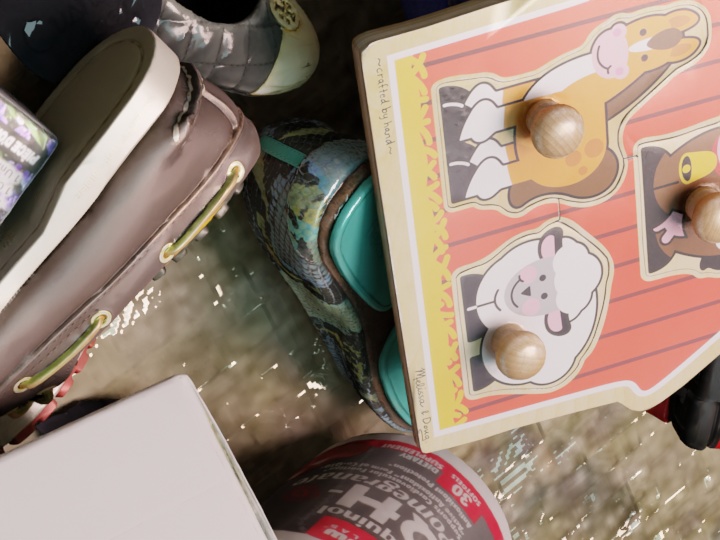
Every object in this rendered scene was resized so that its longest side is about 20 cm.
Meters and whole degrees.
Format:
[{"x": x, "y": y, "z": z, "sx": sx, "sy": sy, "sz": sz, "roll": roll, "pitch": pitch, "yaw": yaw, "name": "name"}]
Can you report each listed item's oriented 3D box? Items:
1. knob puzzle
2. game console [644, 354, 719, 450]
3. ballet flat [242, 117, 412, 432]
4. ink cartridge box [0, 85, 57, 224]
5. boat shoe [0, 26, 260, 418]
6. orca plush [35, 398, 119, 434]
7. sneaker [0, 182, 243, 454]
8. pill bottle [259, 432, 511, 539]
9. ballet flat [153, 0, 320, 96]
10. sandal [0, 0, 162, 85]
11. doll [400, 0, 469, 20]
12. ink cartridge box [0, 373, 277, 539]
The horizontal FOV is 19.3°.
[{"x": 0.106, "y": -0.028, "z": 0.792, "sx": 0.218, "sy": 0.030, "sz": 0.221, "roll": -9, "pitch": 119, "yaw": -17, "name": "knob puzzle"}, {"x": 0.170, "y": -0.037, "z": 0.899, "sx": 0.171, "sy": 0.119, "sz": 0.201, "roll": 3, "pitch": 114, "yaw": -12, "name": "game console"}, {"x": 0.000, "y": 0.000, "z": 0.862, "sx": 0.074, "sy": 0.074, "sz": 0.200, "roll": -40, "pitch": 148, "yaw": -11, "name": "ballet flat"}, {"x": -0.194, "y": 0.007, "z": 0.699, "sx": 0.050, "sy": 0.109, "sz": 0.200, "roll": 37, "pitch": 90, "yaw": -38, "name": "ink cartridge box"}, {"x": -0.114, "y": 0.013, "z": 0.704, "sx": 0.059, "sy": 0.072, "sz": 0.200, "roll": 37, "pitch": 95, "yaw": -33, "name": "boat shoe"}, {"x": -0.080, "y": 0.149, "z": 0.883, "sx": 0.105, "sy": 0.071, "sz": 0.201, "roll": -10, "pitch": 119, "yaw": -32, "name": "orca plush"}, {"x": -0.132, "y": -0.005, "z": 0.773, "sx": 0.200, "sy": 0.078, "sz": 0.082, "roll": -51, "pitch": 124, "yaw": -11, "name": "sneaker"}, {"x": -0.016, "y": 0.144, "z": 0.841, "sx": 0.200, "sy": 0.110, "sz": 0.111, "roll": -34, "pitch": 142, "yaw": -66, "name": "pill bottle"}, {"x": -0.078, "y": -0.123, "z": 0.741, "sx": 0.057, "sy": 0.067, "sz": 0.200, "roll": -31, "pitch": 135, "yaw": 25, "name": "ballet flat"}, {"x": -0.129, "y": -0.137, "z": 0.658, "sx": 0.076, "sy": 0.043, "sz": 0.200, "roll": -45, "pitch": 123, "yaw": 1, "name": "sandal"}, {"x": 0.051, "y": -0.054, "z": 0.853, "sx": 0.137, "sy": 0.048, "sz": 0.201, "roll": -64, "pitch": 140, "yaw": -52, "name": "doll"}, {"x": -0.141, "y": 0.121, "z": 0.719, "sx": 0.144, "sy": 0.200, "sz": 0.085, "roll": -25, "pitch": 88, "yaw": -43, "name": "ink cartridge box"}]
